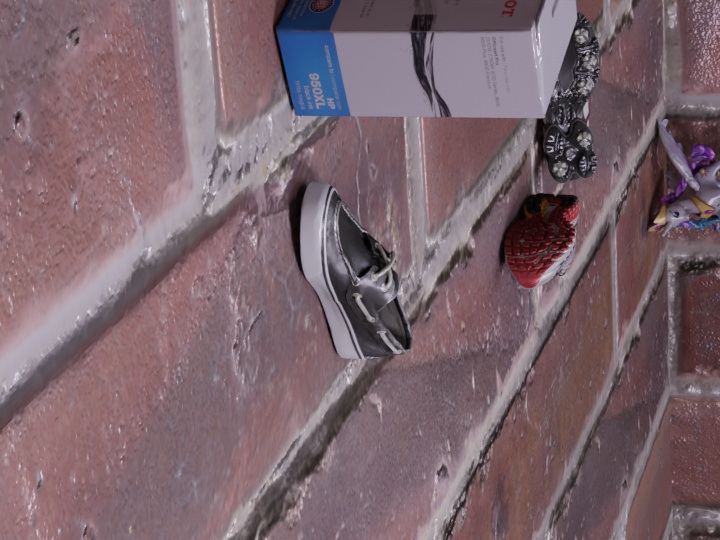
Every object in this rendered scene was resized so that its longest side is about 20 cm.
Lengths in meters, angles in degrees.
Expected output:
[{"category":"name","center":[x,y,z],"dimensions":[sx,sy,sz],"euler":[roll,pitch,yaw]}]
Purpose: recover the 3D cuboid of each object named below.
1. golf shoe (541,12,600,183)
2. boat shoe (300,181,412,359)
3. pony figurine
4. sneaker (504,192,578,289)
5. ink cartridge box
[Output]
[{"category":"golf shoe","center":[0.237,-0.206,2.399],"dimensions":[0.088,0.077,0.202],"euler":[-101,-169,-74]},{"category":"boat shoe","center":[0.000,0.000,1.621],"dimensions":[0.201,0.063,0.071],"euler":[69,28,-52]},{"category":"pony figurine","center":[0.544,-0.139,3.244],"dimensions":[0.194,0.198,0.167],"euler":[-93,164,-45]},{"category":"sneaker","center":[0.211,-0.020,2.291],"dimensions":[0.200,0.077,0.083],"euler":[-51,141,-63]},{"category":"ink cartridge box","center":[0.054,-0.188,1.545],"dimensions":[0.145,0.198,0.085],"euler":[-68,154,-47]}]
